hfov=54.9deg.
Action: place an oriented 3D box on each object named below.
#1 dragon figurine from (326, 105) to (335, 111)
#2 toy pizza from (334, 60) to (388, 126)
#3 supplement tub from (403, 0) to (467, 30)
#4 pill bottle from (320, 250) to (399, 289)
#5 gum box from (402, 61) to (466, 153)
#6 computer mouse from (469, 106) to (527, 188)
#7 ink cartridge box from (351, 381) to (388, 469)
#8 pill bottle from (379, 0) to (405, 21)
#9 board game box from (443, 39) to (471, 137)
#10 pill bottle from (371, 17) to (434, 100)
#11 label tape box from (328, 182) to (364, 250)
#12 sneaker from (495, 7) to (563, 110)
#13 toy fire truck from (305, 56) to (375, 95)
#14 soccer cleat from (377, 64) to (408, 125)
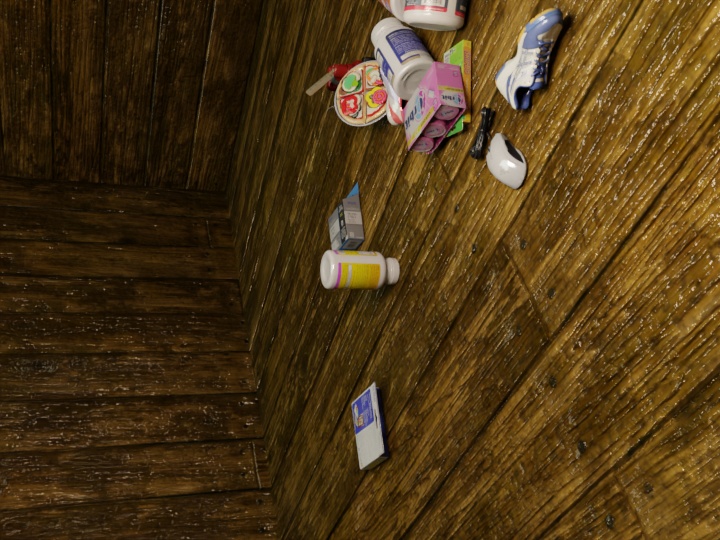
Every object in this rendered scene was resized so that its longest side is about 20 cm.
[{"bbox_3d":[-0.005,-0.495,1.999,0.099,0.199,0.059,63,-144,-67],"label":"dragon figurine"},{"bbox_3d":[0.012,-0.499,1.935,0.199,0.032,0.201,-8,72,25],"label":"toy pizza"},{"bbox_3d":[0.175,-0.649,1.548,0.140,0.140,0.201,-144,59,-65],"label":"supplement tub"},{"bbox_3d":[0.000,0.000,1.858,0.104,0.199,0.105,-178,90,-69],"label":"pill bottle"},{"bbox_3d":[0.163,-0.365,1.586,0.200,0.066,0.114,130,139,-61],"label":"gum box"},{"bbox_3d":[0.272,-0.238,1.393,0.200,0.044,0.110,-114,34,-48],"label":"computer mouse"},{"bbox_3d":[0.035,0.438,1.949,0.200,0.047,0.199,129,140,-55],"label":"ink cartridge box"},{"bbox_3d":[0.102,-0.720,1.781,0.200,0.112,0.113,-116,34,-51],"label":"pill bottle"},{"bbox_3d":[0.218,-0.407,1.571,0.095,0.030,0.201,175,99,-70],"label":"board game box"},{"bbox_3d":[0.103,-0.530,1.715,0.201,0.119,0.120,66,148,31],"label":"pill bottle"},{"bbox_3d":[-0.049,-0.159,2.186,0.144,0.063,0.201,133,134,-59],"label":"label tape box"},{"bbox_3d":[0.322,-0.379,1.262,0.200,0.075,0.088,114,139,-58],"label":"sneaker"},{"bbox_3d":[-0.071,-0.573,2.090,0.176,0.199,0.129,-169,82,-68],"label":"toy fire truck"},{"bbox_3d":[0.098,-0.486,1.821,0.073,0.068,0.201,-6,94,47],"label":"soccer cleat"}]
